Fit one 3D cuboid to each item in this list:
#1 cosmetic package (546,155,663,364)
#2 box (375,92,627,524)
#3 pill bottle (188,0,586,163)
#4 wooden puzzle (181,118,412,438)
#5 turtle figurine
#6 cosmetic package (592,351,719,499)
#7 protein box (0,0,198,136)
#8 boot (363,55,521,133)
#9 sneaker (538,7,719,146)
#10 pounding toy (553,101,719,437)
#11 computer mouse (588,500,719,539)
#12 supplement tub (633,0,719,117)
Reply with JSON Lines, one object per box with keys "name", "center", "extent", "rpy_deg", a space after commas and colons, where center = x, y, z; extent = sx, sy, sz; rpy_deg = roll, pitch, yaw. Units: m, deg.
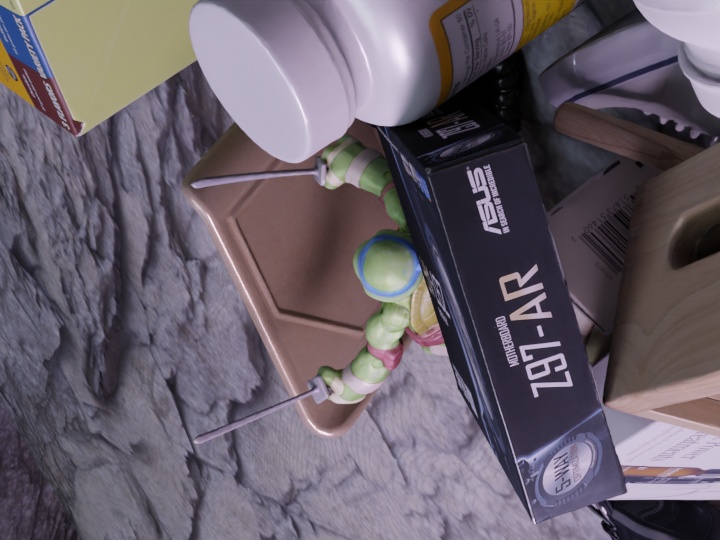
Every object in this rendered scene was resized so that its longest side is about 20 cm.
{"name": "cosmetic package", "center": [0.126, 0.023, 0.988], "extent": [0.073, 0.104, 0.200], "rpy_deg": [46, 160, 16]}
{"name": "box", "center": [0.059, 0.005, 0.813], "extent": [0.200, 0.043, 0.160], "rpy_deg": [-116, 8, -75]}
{"name": "pill bottle", "center": [0.026, -0.136, 0.805], "extent": [0.113, 0.200, 0.113], "rpy_deg": [44, 158, 23]}
{"name": "wooden puzzle", "center": [-0.024, -0.024, 1.129], "extent": [0.037, 0.185, 0.200], "rpy_deg": [-4, 125, 38]}
{"name": "turtle figurine", "center": [0.000, 0.000, 1.060], "extent": [0.194, 0.200, 0.144], "rpy_deg": [10, -125, -66]}
{"name": "cosmetic package", "center": [0.183, 0.075, 0.885], "extent": [0.200, 0.151, 0.052], "rpy_deg": [123, 145, -69]}
{"name": "protein box", "center": [-0.169, -0.219, 1.098], "extent": [0.200, 0.198, 0.135], "rpy_deg": [34, 152, 43]}
{"name": "boot", "center": [0.005, -0.149, 0.999], "extent": [0.158, 0.079, 0.211], "rpy_deg": [39, 167, 51]}
{"name": "sneaker", "center": [0.148, -0.088, 0.799], "extent": [0.071, 0.073, 0.200], "rpy_deg": [60, 159, -8]}
{"name": "pounding toy", "center": [0.188, -0.004, 0.720], "extent": [0.184, 0.142, 0.200], "rpy_deg": [15, 165, -14]}
{"name": "computer mouse", "center": [0.209, 0.175, 1.139], "extent": [0.139, 0.053, 0.200], "rpy_deg": [62, 169, -18]}
{"name": "supplement tub", "center": [0.138, -0.165, 0.598], "extent": [0.140, 0.140, 0.200], "rpy_deg": [17, 139, 58]}
